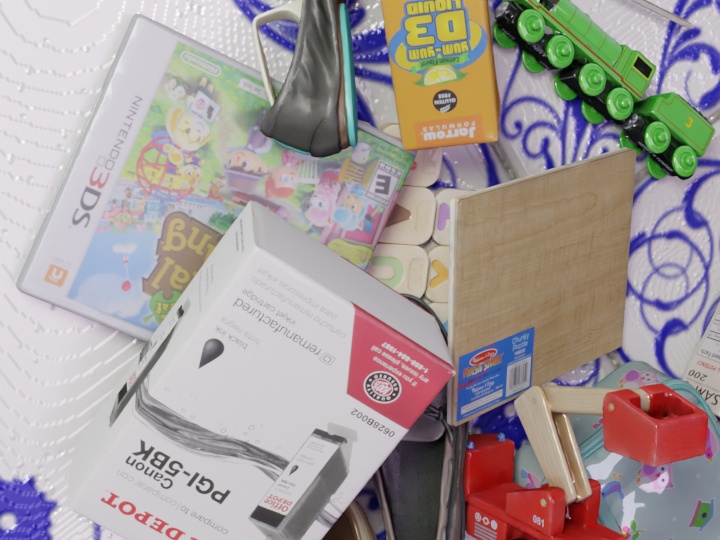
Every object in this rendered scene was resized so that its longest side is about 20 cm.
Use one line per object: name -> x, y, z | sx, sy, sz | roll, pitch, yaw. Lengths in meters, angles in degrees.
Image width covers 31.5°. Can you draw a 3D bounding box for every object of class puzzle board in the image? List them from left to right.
puzzle board -> 0.122, 0.006, 0.864 | 0.200, 0.017, 0.151 | -18, 116, -43

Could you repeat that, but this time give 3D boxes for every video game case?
video game case -> -0.086, -0.034, 0.800 | 0.200, 0.022, 0.183 | 24, 91, -20

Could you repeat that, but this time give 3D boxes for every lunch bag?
lunch bag -> 0.208, 0.184, 0.942 | 0.160, 0.077, 0.200 | -36, 111, -14

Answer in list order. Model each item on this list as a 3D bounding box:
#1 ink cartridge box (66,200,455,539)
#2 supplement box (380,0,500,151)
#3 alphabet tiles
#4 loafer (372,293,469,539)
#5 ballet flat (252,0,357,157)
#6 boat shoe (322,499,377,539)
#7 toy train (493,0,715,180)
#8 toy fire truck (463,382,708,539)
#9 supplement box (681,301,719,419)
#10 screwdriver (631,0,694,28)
ink cartridge box -> -0.062, 0.085, 0.769 | 0.147, 0.083, 0.200 | 32, 105, -17
supplement box -> 0.045, -0.176, 0.779 | 0.066, 0.069, 0.201 | -7, 121, 7
alphabet tiles -> 0.000, 0.000, 0.857 | 0.195, 0.015, 0.201 | 4, 98, -23
loafer -> 0.036, 0.117, 0.836 | 0.072, 0.063, 0.201 | -6, 100, 11
ballet flat -> -0.031, -0.168, 0.776 | 0.068, 0.068, 0.201 | 2, 74, 5
boat shoe -> 0.003, 0.243, 0.879 | 0.065, 0.072, 0.201 | -19, 96, -56
toy train -> 0.173, -0.134, 0.894 | 0.200, 0.042, 0.057 | 36, 75, -24
toy fire truck -> 0.126, 0.127, 0.830 | 0.049, 0.200, 0.142 | -6, 106, -36
supplement box -> 0.345, 0.038, 0.965 | 0.126, 0.074, 0.200 | 25, 91, -15
screwdriver -> 0.152, -0.201, 0.876 | 0.200, 0.028, 0.029 | 24, 61, -21
